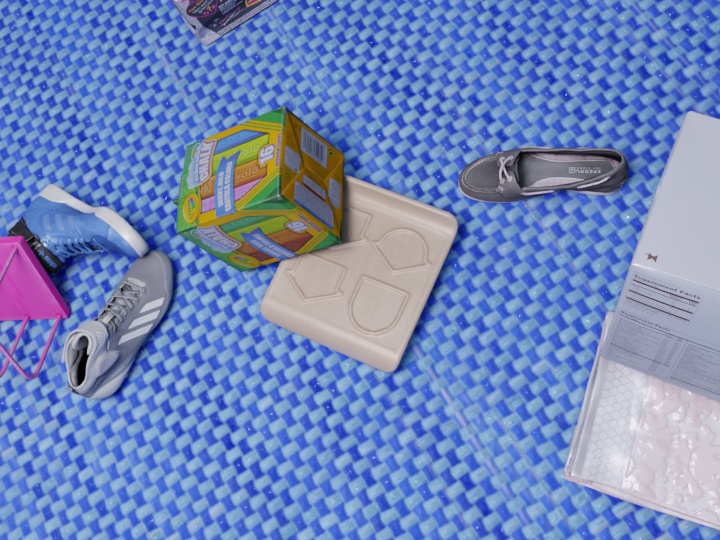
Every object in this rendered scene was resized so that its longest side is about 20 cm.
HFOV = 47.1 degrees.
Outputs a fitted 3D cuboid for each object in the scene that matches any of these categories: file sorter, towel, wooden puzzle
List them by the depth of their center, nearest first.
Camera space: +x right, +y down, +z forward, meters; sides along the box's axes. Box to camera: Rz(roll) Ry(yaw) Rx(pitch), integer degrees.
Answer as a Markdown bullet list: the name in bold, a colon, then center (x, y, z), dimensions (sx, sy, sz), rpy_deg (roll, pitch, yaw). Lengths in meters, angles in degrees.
- **towel**: center (0.334, 0.156, 0.883), dimensions (0.190, 0.032, 0.201), rpy_deg (15, 77, 15)
- **wooden puzzle**: center (0.000, 0.000, 0.995), dimensions (0.185, 0.046, 0.201), rpy_deg (22, 83, 17)
- **file sorter**: center (-0.490, 0.055, 1.002), dimensions (0.199, 0.139, 0.126), rpy_deg (-2, 47, 11)

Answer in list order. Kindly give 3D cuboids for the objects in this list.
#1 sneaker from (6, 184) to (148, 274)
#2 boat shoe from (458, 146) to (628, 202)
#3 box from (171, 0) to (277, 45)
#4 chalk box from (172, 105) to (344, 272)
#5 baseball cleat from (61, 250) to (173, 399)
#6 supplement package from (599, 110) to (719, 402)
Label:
- **sneaker**: center (-0.364, -0.031, 1.042), dimensions (0.200, 0.077, 0.111), rpy_deg (24, 66, 28)
- **boat shoe**: center (0.214, -0.121, 0.979), dimensions (0.199, 0.057, 0.067), rpy_deg (-1, 73, 11)
- **box**: center (-0.225, -0.439, 1.137), dimensions (0.132, 0.115, 0.200), rpy_deg (-32, 69, 0)
- **chalk box**: center (-0.134, -0.085, 0.980), dimensions (0.200, 0.125, 0.124), rpy_deg (-17, 59, 30)
- **baseball cleat**: center (-0.290, 0.060, 0.998), dimensions (0.070, 0.106, 0.201), rpy_deg (16, 77, 15)
- **supplement package**: center (0.350, -0.008, 0.821), dimensions (0.147, 0.200, 0.192), rpy_deg (20, 65, 17)
